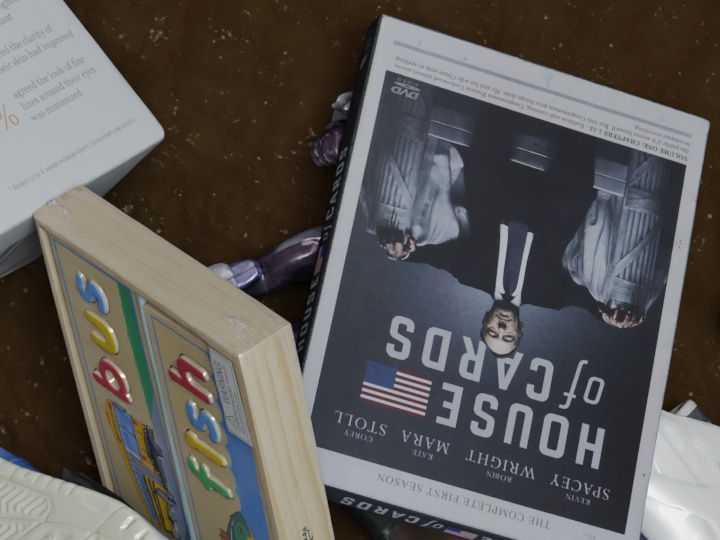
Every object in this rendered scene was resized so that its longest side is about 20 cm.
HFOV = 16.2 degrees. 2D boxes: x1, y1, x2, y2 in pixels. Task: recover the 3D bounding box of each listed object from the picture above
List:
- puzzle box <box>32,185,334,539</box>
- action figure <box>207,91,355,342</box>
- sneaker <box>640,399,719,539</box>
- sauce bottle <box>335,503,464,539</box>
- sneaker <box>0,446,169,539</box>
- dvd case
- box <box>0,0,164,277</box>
[{"bbox_3d":[-0.061,0.075,0.967,0.025,0.133,0.200,-31,131,-27],"label":"puzzle box"},{"bbox_3d":[0.000,0.000,1.051,0.200,0.069,0.130,-29,76,-9],"label":"action figure"},{"bbox_3d":[0.147,0.112,1.051,0.200,0.076,0.081,45,77,0],"label":"sneaker"},{"bbox_3d":[0.064,0.134,1.047,0.200,0.065,0.065,42,86,0],"label":"sauce bottle"},{"bbox_3d":[-0.100,0.124,0.959,0.200,0.111,0.077,24,82,37],"label":"sneaker"},{"bbox_3d":[0.055,0.010,1.017,0.150,0.025,0.200,17,68,-12],"label":"dvd case"},{"bbox_3d":[-0.206,-0.079,0.994,0.200,0.152,0.106,52,130,2],"label":"box"}]
